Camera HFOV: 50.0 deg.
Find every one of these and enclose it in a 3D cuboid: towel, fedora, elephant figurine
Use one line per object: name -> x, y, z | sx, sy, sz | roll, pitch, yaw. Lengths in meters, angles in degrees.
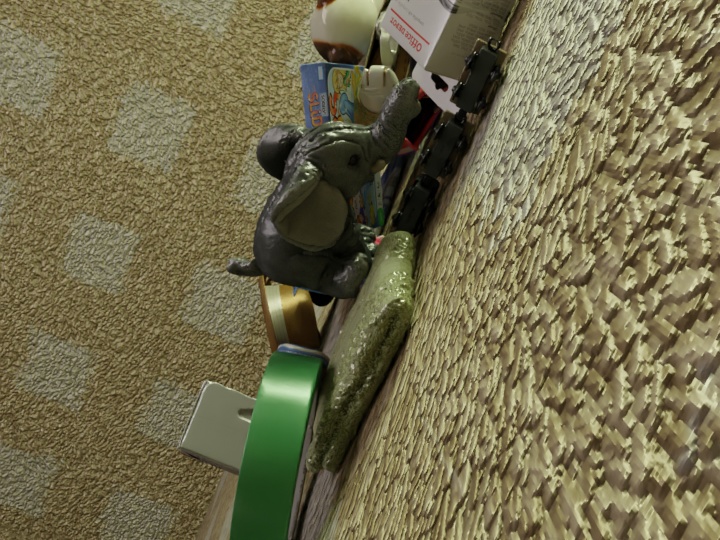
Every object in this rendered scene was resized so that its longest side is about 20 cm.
towel -> 0.015, -0.070, 1.130 | 0.147, 0.024, 0.202 | 126, 165, -63
fedora -> -0.113, 0.084, 1.277 | 0.201, 0.081, 0.203 | 167, 90, -87
towel -> -0.001, 0.073, 0.700 | 0.149, 0.036, 0.201 | -81, 15, -61
elephant figurine -> -0.039, -0.083, 0.735 | 0.155, 0.141, 0.202 | -42, -34, -35

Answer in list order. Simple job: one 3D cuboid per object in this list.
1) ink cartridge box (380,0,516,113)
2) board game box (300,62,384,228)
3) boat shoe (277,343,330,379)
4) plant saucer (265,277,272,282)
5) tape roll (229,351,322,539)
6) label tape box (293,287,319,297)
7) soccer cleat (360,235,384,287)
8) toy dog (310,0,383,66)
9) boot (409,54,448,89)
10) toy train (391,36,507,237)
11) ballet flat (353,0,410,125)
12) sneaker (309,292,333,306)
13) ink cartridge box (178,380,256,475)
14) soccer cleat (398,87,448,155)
ink cartridge box -> 0.089, -0.267, 0.764 | 0.201, 0.067, 0.116 | -65, 35, 27
board game box -> -0.019, -0.146, 0.941 | 0.135, 0.034, 0.203 | -25, -68, -62
boat shoe -> -0.083, 0.155, 1.025 | 0.200, 0.071, 0.073 | 102, -177, -66
plant saucer -> -0.078, -0.070, 1.077 | 0.200, 0.035, 0.202 | -156, 89, -82
tape roll -> -0.075, 0.178, 0.712 | 0.200, 0.048, 0.203 | 10, -90, -90
label tape box -> -0.039, -0.046, 1.114 | 0.200, 0.065, 0.145 | -96, 29, -72
soccer cleat -> 0.000, 0.000, 0.904 | 0.200, 0.066, 0.077 | -149, 46, -76
toy dog -> 0.028, -0.321, 1.031 | 0.194, 0.198, 0.141 | -156, 56, -63
boot -> 0.118, -0.322, 0.895 | 0.151, 0.072, 0.202 | -68, -5, -56
toy train -> 0.080, -0.117, 0.697 | 0.201, 0.034, 0.046 | -65, -6, 32
ballet flat -> 0.031, -0.240, 0.907 | 0.071, 0.070, 0.202 | 137, 149, -76
sneaker -> -0.038, -0.027, 1.274 | 0.100, 0.069, 0.202 | -100, 28, -66
ink cartridge box -> -0.145, 0.210, 0.961 | 0.200, 0.146, 0.086 | 129, 162, -73
soccer cleat -> 0.087, -0.233, 0.952 | 0.073, 0.068, 0.202 | 24, 85, 58
